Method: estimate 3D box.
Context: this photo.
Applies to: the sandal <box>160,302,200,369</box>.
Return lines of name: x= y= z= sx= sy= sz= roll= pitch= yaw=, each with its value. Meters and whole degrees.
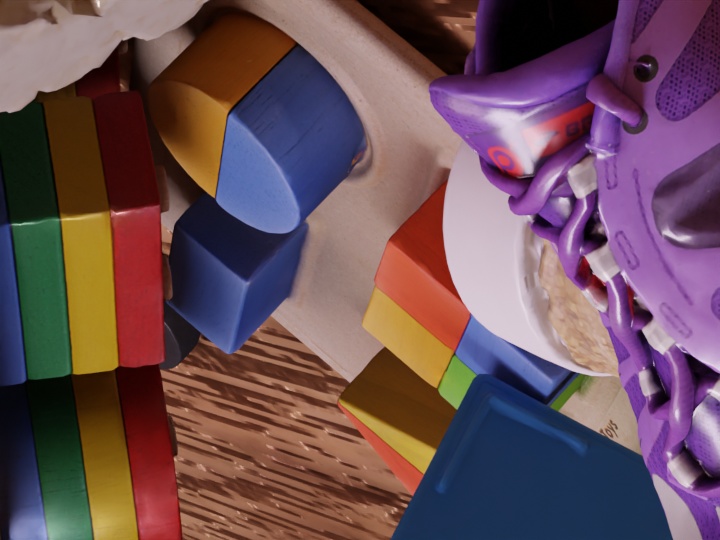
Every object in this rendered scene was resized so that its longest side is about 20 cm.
sandal: x=-0.133 y=-0.038 z=0.975 sx=0.200 sy=0.045 sz=0.075 roll=49 pitch=159 yaw=0

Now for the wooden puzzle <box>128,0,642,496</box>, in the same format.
wooden puzzle: x=0.000 y=0.000 z=0.779 sx=0.200 sy=0.046 sz=0.185 roll=44 pitch=159 yaw=12

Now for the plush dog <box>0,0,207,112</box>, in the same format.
plush dog: x=-0.080 y=-0.135 z=0.625 sx=0.172 sy=0.160 sz=0.200 roll=56 pitch=134 yaw=20

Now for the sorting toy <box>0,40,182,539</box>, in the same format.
sorting toy: x=-0.091 y=-0.018 z=0.778 sx=0.199 sy=0.069 sz=0.201 roll=94 pitch=166 yaw=-56

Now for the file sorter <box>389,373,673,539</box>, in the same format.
file sorter: x=0.037 y=0.157 z=0.719 sx=0.138 sy=0.200 sz=0.123 roll=28 pitch=158 yaw=3

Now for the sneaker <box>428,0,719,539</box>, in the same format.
sneaker: x=0.051 y=-0.009 z=0.502 sx=0.081 sy=0.083 sz=0.201 roll=-23 pitch=80 yaw=51

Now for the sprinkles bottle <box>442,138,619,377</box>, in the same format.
sprinkles bottle: x=0.102 y=0.009 z=0.562 sx=0.200 sy=0.068 sz=0.068 roll=23 pitch=148 yaw=48
